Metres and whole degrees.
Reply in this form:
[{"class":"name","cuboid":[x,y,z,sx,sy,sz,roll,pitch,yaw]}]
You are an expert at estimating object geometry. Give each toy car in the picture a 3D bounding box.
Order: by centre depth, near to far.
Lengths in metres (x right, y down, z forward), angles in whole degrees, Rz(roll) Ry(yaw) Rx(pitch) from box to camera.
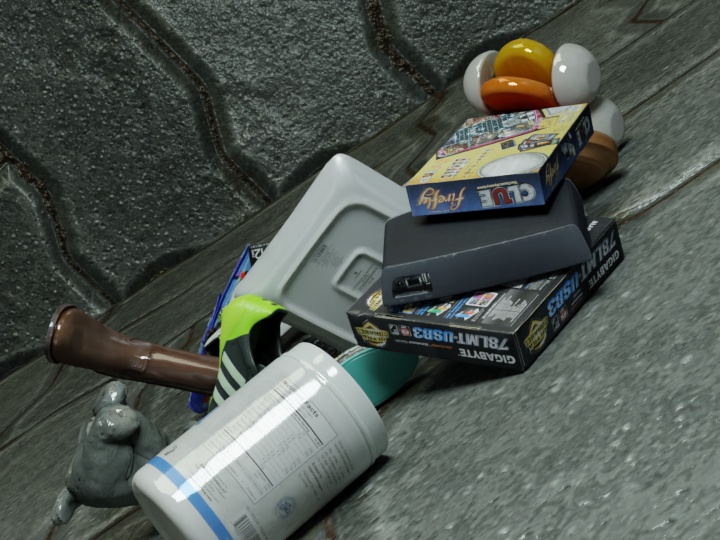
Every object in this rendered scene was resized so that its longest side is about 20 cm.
[{"class":"toy car","cuboid":[0.217,-0.181,1.792,0.175,0.200,0.150,-1,47,37]}]

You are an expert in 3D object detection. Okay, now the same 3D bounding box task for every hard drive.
[{"class":"hard drive","cuboid":[0.115,-0.031,1.371,0.199,0.042,0.135,-13,28,11]}]

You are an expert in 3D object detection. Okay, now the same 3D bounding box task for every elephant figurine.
[{"class":"elephant figurine","cuboid":[-0.201,0.208,1.540,0.155,0.200,0.142,-58,16,25]}]

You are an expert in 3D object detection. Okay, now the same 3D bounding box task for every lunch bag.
[{"class":"lunch bag","cuboid":[-0.167,0.092,1.912,0.200,0.094,0.151,-58,-8,-43]}]

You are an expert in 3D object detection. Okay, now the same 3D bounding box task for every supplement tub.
[{"class":"supplement tub","cuboid":[-0.089,0.172,1.275,0.200,0.132,0.132,-38,11,-21]}]

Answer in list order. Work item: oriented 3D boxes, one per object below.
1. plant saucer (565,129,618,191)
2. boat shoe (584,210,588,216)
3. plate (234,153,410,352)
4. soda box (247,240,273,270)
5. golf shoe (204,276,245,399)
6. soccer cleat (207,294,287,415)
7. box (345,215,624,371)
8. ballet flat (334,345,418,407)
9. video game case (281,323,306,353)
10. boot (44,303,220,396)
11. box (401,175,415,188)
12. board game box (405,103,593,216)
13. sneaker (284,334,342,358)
[{"class":"plant saucer","cuboid":[0.200,-0.117,1.679,0.200,0.032,0.200,-4,-17,-1]},{"class":"boat shoe","cuboid":[0.172,-0.091,1.520,0.056,0.200,0.069,-7,-42,-32]},{"class":"plate","cuboid":[0.000,0.000,1.516,0.200,0.200,0.032,-52,30,18]},{"class":"soda box","cuboid":[-0.025,-0.014,1.677,0.199,0.064,0.071,-10,-8,6]},{"class":"golf shoe","cuboid":[-0.145,0.081,1.761,0.078,0.095,0.200,-2,57,13]},{"class":"soccer cleat","cuboid":[-0.112,0.126,1.475,0.067,0.201,0.081,-4,10,-44]},{"class":"box","cuboid":[0.120,0.011,1.389,0.198,0.050,0.200,5,36,40]},{"class":"ballet flat","cuboid":[-0.033,0.127,1.457,0.200,0.072,0.072,-38,11,-10]},{"class":"video game case","cuboid":[-0.067,0.074,1.709,0.143,0.017,0.200,-43,-13,8]},{"class":"boot","cuboid":[-0.216,0.094,1.518,0.186,0.199,0.064,43,-119,-78]},{"class":"box","cuboid":[0.084,-0.053,1.811,0.200,0.109,0.128,-39,10,-22]},{"class":"board game box","cuboid":[0.142,-0.111,1.425,0.135,0.035,0.200,-4,22,26]},{"class":"sneaker","cuboid":[-0.008,0.067,1.670,0.200,0.074,0.079,-33,5,8]}]
